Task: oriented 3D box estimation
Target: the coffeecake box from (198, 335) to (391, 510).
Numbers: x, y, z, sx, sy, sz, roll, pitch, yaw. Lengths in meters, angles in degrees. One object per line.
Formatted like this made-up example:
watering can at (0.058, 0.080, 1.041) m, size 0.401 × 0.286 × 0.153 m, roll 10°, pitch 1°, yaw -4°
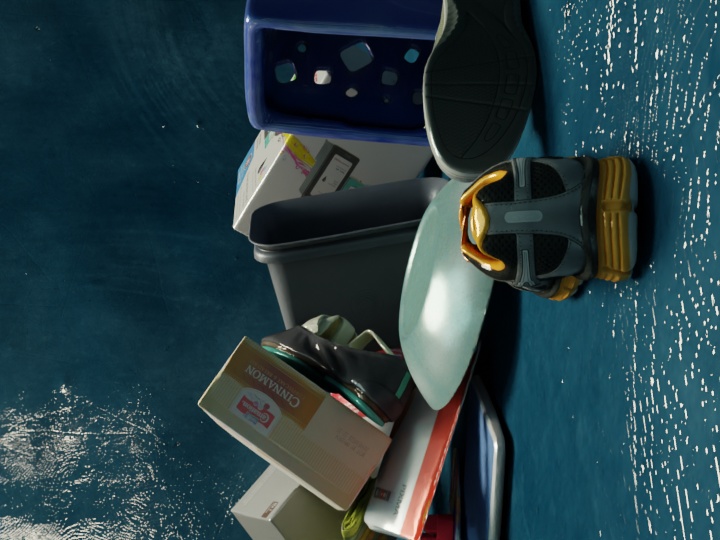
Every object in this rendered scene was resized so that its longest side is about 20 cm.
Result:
coffeecake box at (-0.058, 0.144, 1.035) m, size 0.074 × 0.153 × 0.200 m, roll -54°, pitch -4°, yaw -11°

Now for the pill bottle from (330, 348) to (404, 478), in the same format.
pill bottle at (0.022, 0.143, 1.262) m, size 0.113 × 0.110 × 0.203 m, roll 98°, pitch 171°, yaw -63°

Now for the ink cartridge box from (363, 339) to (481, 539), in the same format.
ink cartridge box at (0.047, 0.140, 0.950) m, size 0.200 × 0.049 × 0.165 m, roll 83°, pitch -155°, yaw -78°

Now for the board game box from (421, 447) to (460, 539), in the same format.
board game box at (0.064, 0.259, 1.029) m, size 0.159 × 0.038 × 0.203 m, roll -86°, pitch -2°, yaw -55°

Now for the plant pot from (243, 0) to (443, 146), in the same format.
plant pot at (0.003, -0.239, 1.016) m, size 0.200 × 0.196 × 0.183 m, roll 100°, pitch 175°, yaw -71°

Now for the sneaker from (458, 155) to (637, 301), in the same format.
sneaker at (0.086, -0.026, 0.606) m, size 0.200 × 0.076 × 0.080 m, roll 117°, pitch 151°, yaw -84°

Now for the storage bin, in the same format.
storage bin at (0.000, 0.000, 1.111) m, size 0.146 × 0.197 × 0.136 m, roll -100°, pitch 2°, yaw -69°

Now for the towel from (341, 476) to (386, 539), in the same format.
towel at (0.006, 0.302, 1.085) m, size 0.086 × 0.018 × 0.203 m, roll -48°, pitch -42°, yaw -58°

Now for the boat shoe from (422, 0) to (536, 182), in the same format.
boat shoe at (0.079, -0.138, 0.777) m, size 0.065 × 0.073 × 0.205 m, roll 85°, pitch -174°, yaw -57°

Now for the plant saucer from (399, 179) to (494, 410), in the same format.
plant saucer at (0.062, 0.005, 0.893) m, size 0.201 × 0.038 × 0.204 m, roll -167°, pitch 90°, yaw -83°

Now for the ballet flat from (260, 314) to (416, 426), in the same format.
ballet flat at (-0.016, 0.079, 1.011) m, size 0.199 × 0.072 × 0.074 m, roll 19°, pitch 112°, yaw 55°

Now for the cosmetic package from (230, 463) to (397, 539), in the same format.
cosmetic package at (-0.031, 0.286, 1.191) m, size 0.090 × 0.107 × 0.201 m, roll -8°, pitch 120°, yaw 54°

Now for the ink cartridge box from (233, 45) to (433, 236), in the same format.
ink cartridge box at (-0.027, -0.124, 1.238) m, size 0.201 × 0.145 × 0.147 m, roll -56°, pitch 19°, yaw 23°

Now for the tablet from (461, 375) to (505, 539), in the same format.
tablet at (0.095, 0.199, 0.906) m, size 0.130 × 0.013 × 0.203 m, roll -101°, pitch 12°, yaw -72°
